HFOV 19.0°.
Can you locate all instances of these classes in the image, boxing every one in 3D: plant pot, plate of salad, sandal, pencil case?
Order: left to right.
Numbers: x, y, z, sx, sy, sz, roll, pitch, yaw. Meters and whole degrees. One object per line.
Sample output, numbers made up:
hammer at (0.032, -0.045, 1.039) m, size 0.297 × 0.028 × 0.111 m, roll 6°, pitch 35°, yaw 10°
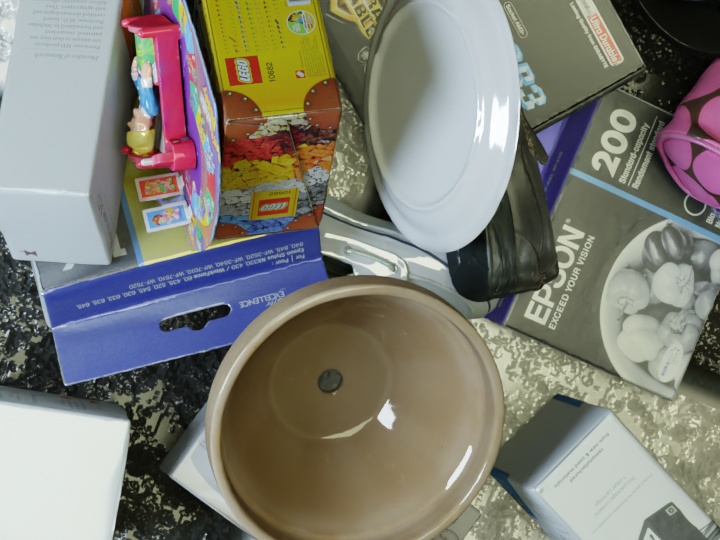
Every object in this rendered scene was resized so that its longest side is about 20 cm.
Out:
plant pot at (-0.010, 0.089, 1.446) m, size 0.201 × 0.093 × 0.201 m, roll -5°, pitch 111°, yaw -12°
plate of salad at (0.060, -0.112, 1.454) m, size 0.048 × 0.200 × 0.200 m, roll -3°, pitch 92°, yaw -30°
sandal at (0.209, -0.224, 1.513) m, size 0.200 × 0.045 × 0.075 m, roll 41°, pitch 64°, yaw -10°
pencil case at (0.303, -0.131, 1.566) m, size 0.200 × 0.094 × 0.091 m, roll -51°, pitch 143°, yaw -22°

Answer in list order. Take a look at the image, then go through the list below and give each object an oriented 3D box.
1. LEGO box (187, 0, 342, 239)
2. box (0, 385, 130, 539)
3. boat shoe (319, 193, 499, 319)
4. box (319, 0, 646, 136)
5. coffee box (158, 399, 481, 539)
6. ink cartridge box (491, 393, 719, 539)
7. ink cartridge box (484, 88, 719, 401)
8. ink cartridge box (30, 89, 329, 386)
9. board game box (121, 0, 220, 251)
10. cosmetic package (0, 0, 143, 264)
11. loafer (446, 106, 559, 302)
LEGO box at (-0.073, -0.146, 1.438) m, size 0.077 × 0.149 × 0.200 m, roll -6°, pitch 62°, yaw -11°
box at (-0.266, 0.128, 1.478) m, size 0.200 × 0.124 × 0.098 m, roll 9°, pitch 90°, yaw -10°
boat shoe at (0.000, 0.000, 1.544) m, size 0.200 × 0.074 × 0.067 m, roll 23°, pitch 60°, yaw 1°
box at (0.073, -0.182, 1.549) m, size 0.198 × 0.050 × 0.200 m, roll -28°, pitch 96°, yaw 6°
coffee box at (-0.029, 0.158, 1.543) m, size 0.200 × 0.080 × 0.113 m, roll 38°, pitch 83°, yaw -9°
ink cartridge box at (0.198, 0.192, 1.553) m, size 0.084 × 0.145 × 0.200 m, roll -44°, pitch 98°, yaw -7°
ink cartridge box at (0.179, -0.032, 1.596) m, size 0.200 × 0.043 × 0.198 m, roll 23°, pitch 87°, yaw -9°
ink cartridge box at (-0.134, -0.039, 1.490) m, size 0.198 × 0.047 × 0.200 m, roll -15°, pitch 61°, yaw -8°
board game box at (-0.136, -0.111, 1.412) m, size 0.039 × 0.158 × 0.200 m, roll -9°, pitch 62°, yaw -17°
cosmetic package at (-0.195, -0.115, 1.451) m, size 0.071 × 0.101 × 0.200 m, roll 3°, pitch 64°, yaw 4°
loafer at (0.097, -0.080, 1.514) m, size 0.072 × 0.073 × 0.200 m, roll -5°, pitch 93°, yaw -30°
